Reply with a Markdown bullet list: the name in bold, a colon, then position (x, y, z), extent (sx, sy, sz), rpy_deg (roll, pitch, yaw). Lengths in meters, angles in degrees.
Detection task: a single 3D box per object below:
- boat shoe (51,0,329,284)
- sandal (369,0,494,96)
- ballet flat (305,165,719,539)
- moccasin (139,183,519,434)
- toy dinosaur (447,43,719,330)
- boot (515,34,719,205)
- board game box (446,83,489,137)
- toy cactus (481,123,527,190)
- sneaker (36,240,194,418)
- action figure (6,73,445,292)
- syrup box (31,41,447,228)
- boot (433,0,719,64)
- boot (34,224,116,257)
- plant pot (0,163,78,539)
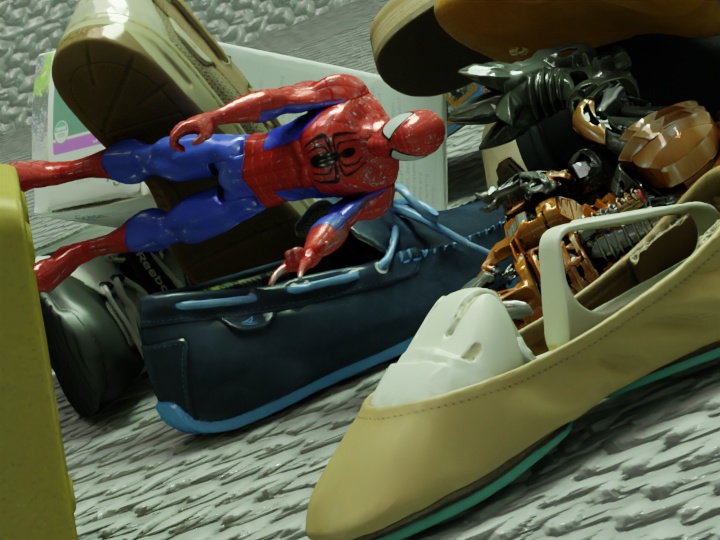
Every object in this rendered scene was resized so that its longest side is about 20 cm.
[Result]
- **boat shoe**: position (-0.057, -0.051, 1.088), extent (0.071, 0.200, 0.065), rpy_deg (-9, 46, 26)
- **sandal**: position (0.094, -0.153, 1.088), extent (0.211, 0.078, 0.070), rpy_deg (-26, 50, 17)
- **ballet flat**: position (0.056, 0.023, 0.814), extent (0.199, 0.063, 0.068), rpy_deg (-26, 11, -28)
- **moccasin**: position (0.000, 0.000, 1.040), extent (0.199, 0.069, 0.080), rpy_deg (-27, 12, -33)
- **toy dinosaur**: position (0.107, -0.026, 0.933), extent (0.199, 0.103, 0.136), rpy_deg (-17, 19, -17)
- **boot**: position (0.180, -0.099, 1.081), extent (0.199, 0.077, 0.168), rpy_deg (-16, -10, -39)
- **board game box**: position (0.045, -0.093, 1.414), extent (0.200, 0.037, 0.151), rpy_deg (-35, 2, 29)
- **toy cactus**: position (0.072, -0.088, 1.183), extent (0.101, 0.201, 0.166), rpy_deg (-4, 52, 13)
- **sneaker**: position (-0.113, 0.013, 1.186), extent (0.088, 0.075, 0.200), rpy_deg (-23, 10, -6)
- **action figure**: position (-0.063, -0.029, 0.982), extent (0.199, 0.066, 0.099), rpy_deg (-13, 10, 29)
- **syrup box**: position (-0.054, -0.057, 1.203), extent (0.199, 0.082, 0.078), rpy_deg (9, -13, -44)
- **boot**: position (0.078, -0.117, 0.969), extent (0.143, 0.071, 0.200), rpy_deg (-15, -15, 41)
- **boot**: position (-0.204, 0.019, 1.356), extent (0.181, 0.073, 0.200), rpy_deg (11, 36, 46)
- **plant pot**: position (-0.187, 0.050, 0.840), extent (0.175, 0.202, 0.200), rpy_deg (-9, 8, -6)
